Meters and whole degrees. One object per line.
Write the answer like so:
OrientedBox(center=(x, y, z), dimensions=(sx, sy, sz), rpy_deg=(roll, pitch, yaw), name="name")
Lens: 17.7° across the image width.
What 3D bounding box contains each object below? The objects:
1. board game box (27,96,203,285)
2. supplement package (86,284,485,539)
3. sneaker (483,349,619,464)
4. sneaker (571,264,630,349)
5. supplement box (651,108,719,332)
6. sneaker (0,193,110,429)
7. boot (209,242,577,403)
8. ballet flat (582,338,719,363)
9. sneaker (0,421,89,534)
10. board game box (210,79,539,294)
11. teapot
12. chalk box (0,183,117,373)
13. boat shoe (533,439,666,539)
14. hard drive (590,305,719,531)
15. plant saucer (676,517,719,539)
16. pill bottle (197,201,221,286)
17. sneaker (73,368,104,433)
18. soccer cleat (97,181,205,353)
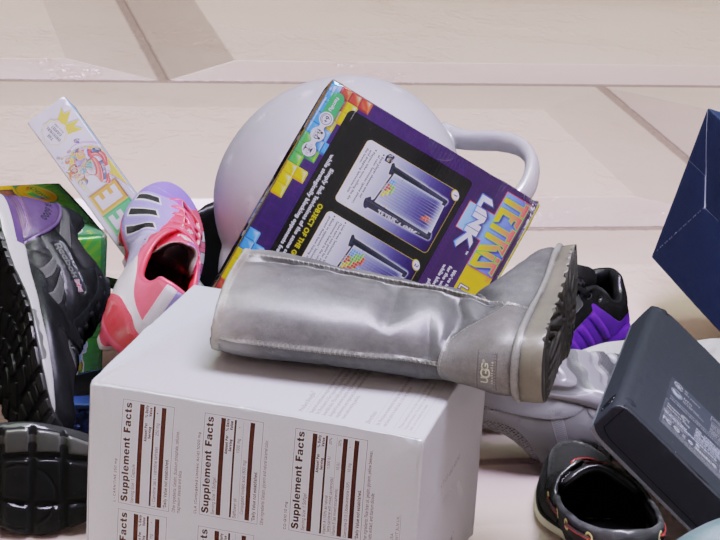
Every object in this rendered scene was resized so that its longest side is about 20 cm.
OrientedBox(center=(-0.170, -0.035, 1.714), dimensions=(0.034, 0.200, 0.134), rpy_deg=(-36, 3, -3), name="board game box")
OrientedBox(center=(-0.041, 0.118, 1.400), dimensions=(0.199, 0.148, 0.191), rpy_deg=(9, 19, 13), name="supplement package")
OrientedBox(center=(0.148, 0.100, 1.606), dimensions=(0.199, 0.082, 0.075), rpy_deg=(22, 28, -10), name="sneaker")
OrientedBox(center=(0.136, 0.043, 1.719), dimensions=(0.069, 0.100, 0.200), rpy_deg=(15, 21, 34), name="sneaker")
OrientedBox(center=(0.367, -0.014, 1.818), dimensions=(0.199, 0.135, 0.200), rpy_deg=(15, 17, -16), name="supplement box")
OrientedBox(center=(-0.200, 0.028, 1.547), dimensions=(0.087, 0.076, 0.201), rpy_deg=(4, 51, -29), name="sneaker")
OrientedBox(center=(0.025, 0.020, 1.390), dimensions=(0.199, 0.073, 0.182), rpy_deg=(4, 16, 15), name="boot")
OrientedBox(center=(0.213, 0.087, 1.679), dimensions=(0.199, 0.070, 0.069), rpy_deg=(-5, 21, -35), name="ballet flat")
OrientedBox(center=(-0.250, 0.120, 1.463), dimensions=(0.199, 0.076, 0.079), rpy_deg=(1, 17, -10), name="sneaker")
OrientedBox(center=(0.000, 0.000, 1.551), dimensions=(0.165, 0.201, 0.057), rpy_deg=(31, -6, -5), name="board game box")
OrientedBox(center=(-0.001, -0.033, 1.649), dimensions=(0.196, 0.201, 0.146), rpy_deg=(12, 30, -29), name="teapot")
OrientedBox(center=(-0.255, 0.013, 1.688), dimensions=(0.199, 0.125, 0.125), rpy_deg=(-5, 22, -26), name="chalk box")
OrientedBox(center=(0.155, 0.151, 1.483), dimensions=(0.073, 0.064, 0.202), rpy_deg=(1, 18, -4), name="boat shoe")
OrientedBox(center=(0.225, 0.109, 1.547), dimensions=(0.140, 0.033, 0.200), rpy_deg=(44, 23, -2), name="hard drive")
OrientedBox(center=(0.278, 0.173, 1.360), dimensions=(0.200, 0.039, 0.201), rpy_deg=(14, -3, 1), name="plant saucer")
OrientedBox(center=(-0.046, -0.022, 1.853), dimensions=(0.111, 0.113, 0.200), rpy_deg=(16, 22, 30), name="pill bottle")
OrientedBox(center=(-0.114, 0.098, 1.560), dimensions=(0.199, 0.071, 0.078), rpy_deg=(7, 26, 10), name="sneaker")
OrientedBox(center=(-0.130, -0.010, 1.566), dimensions=(0.067, 0.077, 0.200), rpy_deg=(34, 29, -14), name="soccer cleat")
